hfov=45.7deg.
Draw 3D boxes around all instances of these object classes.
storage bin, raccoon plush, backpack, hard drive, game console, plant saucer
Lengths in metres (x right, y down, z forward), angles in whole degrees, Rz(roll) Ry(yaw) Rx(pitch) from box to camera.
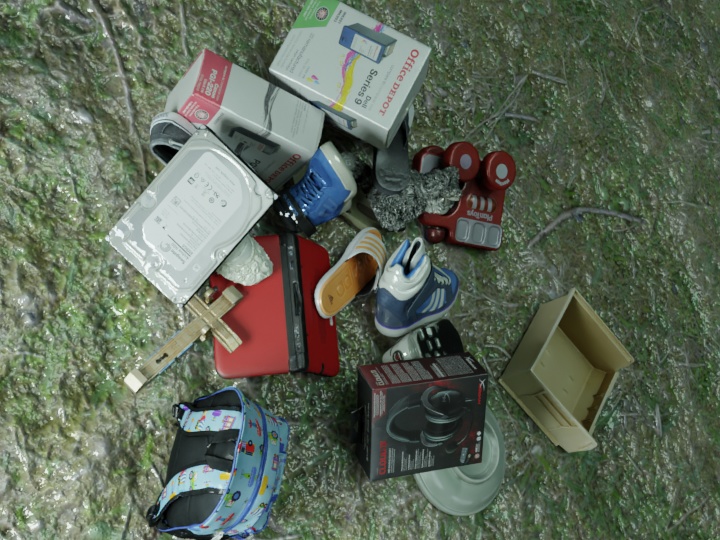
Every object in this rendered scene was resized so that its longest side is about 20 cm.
[{"bbox_3d":[0.368,0.180,1.504,0.199,0.093,0.201,46,54,-12],"label":"storage bin"},{"bbox_3d":[0.072,-0.137,1.336,0.199,0.133,0.098,27,46,-51],"label":"raccoon plush"},{"bbox_3d":[-0.160,0.240,1.054,0.133,0.199,0.186,23,62,-26],"label":"backpack"},{"bbox_3d":[-0.221,-0.071,1.126,0.140,0.038,0.200,43,94,-4],"label":"hard drive"},{"bbox_3d":[-0.123,0.058,1.254,0.172,0.117,0.204,23,58,-62],"label":"game console"},{"bbox_3d":[0.167,0.284,1.358,0.197,0.050,0.204,12,67,-31],"label":"plant saucer"}]

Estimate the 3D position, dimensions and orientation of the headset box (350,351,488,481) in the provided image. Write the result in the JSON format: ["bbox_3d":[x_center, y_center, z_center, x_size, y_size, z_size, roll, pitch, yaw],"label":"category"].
[{"bbox_3d":[0.078,0.211,1.237,0.196,0.077,0.152,-5,111,-18],"label":"headset box"}]

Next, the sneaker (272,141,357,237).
[{"bbox_3d":[-0.070,-0.107,1.215,0.110,0.200,0.077,-31,82,-9],"label":"sneaker"}]

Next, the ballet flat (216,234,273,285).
[{"bbox_3d":[-0.206,-0.052,1.178,0.199,0.072,0.072,38,56,-1],"label":"ballet flat"}]

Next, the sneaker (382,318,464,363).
[{"bbox_3d":[0.099,0.125,1.357,0.199,0.088,0.075,7,63,-59],"label":"sneaker"}]

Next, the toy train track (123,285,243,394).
[{"bbox_3d":[-0.233,0.086,1.142,0.114,0.033,0.200,42,61,8],"label":"toy train track"}]

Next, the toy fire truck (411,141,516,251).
[{"bbox_3d":[0.172,-0.126,1.473,0.197,0.112,0.171,8,89,-31],"label":"toy fire truck"}]

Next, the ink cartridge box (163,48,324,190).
[{"bbox_3d":[-0.171,-0.207,1.229,0.198,0.145,0.086,22,61,-26],"label":"ink cartridge box"}]

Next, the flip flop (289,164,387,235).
[{"bbox_3d":[-0.026,-0.121,1.355,0.198,0.057,0.082,32,61,-23],"label":"flip flop"}]

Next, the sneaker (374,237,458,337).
[{"bbox_3d":[0.102,0.006,1.335,0.080,0.148,0.199,34,43,27],"label":"sneaker"}]

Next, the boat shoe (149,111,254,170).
[{"bbox_3d":[-0.214,-0.137,1.196,0.200,0.071,0.069,41,35,-40],"label":"boat shoe"}]

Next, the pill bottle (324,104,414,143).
[{"bbox_3d":[-0.015,-0.276,1.382,0.198,0.112,0.114,22,63,-28],"label":"pill bottle"}]

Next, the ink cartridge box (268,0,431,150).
[{"bbox_3d":[-0.014,-0.291,1.246,0.198,0.088,0.147,29,78,3],"label":"ink cartridge box"}]

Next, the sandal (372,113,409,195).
[{"bbox_3d":[0.046,-0.217,1.301,0.075,0.043,0.204,-4,75,-19],"label":"sandal"}]

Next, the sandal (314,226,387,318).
[{"bbox_3d":[0.002,0.008,1.302,0.207,0.058,0.080,-51,130,-47],"label":"sandal"}]
